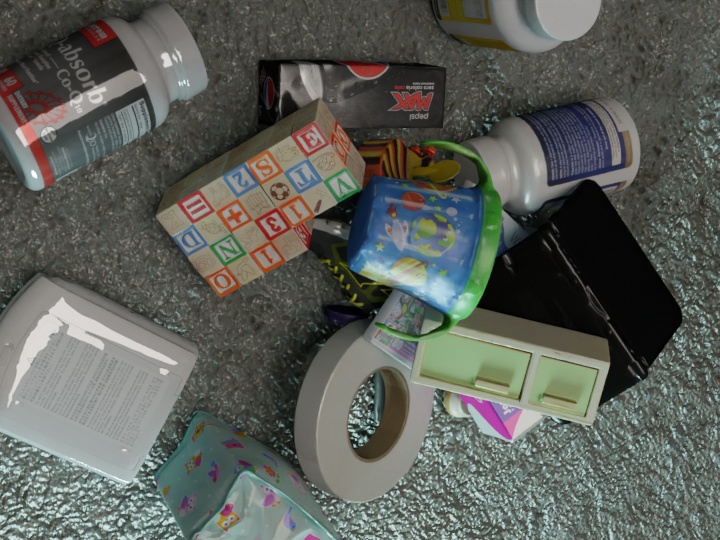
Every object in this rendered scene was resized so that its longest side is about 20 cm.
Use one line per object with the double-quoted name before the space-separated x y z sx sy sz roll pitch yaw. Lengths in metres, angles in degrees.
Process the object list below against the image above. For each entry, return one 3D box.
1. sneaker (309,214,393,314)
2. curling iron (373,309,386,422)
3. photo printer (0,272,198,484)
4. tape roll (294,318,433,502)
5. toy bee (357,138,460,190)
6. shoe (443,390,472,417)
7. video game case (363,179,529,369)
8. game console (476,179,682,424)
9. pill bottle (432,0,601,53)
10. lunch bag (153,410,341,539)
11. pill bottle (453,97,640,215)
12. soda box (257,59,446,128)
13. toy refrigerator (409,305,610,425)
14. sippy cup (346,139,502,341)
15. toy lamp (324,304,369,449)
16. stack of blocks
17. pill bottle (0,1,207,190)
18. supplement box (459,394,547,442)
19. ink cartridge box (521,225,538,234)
"sneaker" 0.000 0.000 1.427 0.198 0.074 0.086 22 91 -15
"curling iron" 0.037 0.079 1.504 0.049 0.026 0.203 5 100 -24
"photo printer" -0.286 0.107 1.328 0.199 0.069 0.168 28 89 -28
"tape roll" 0.007 0.155 1.445 0.202 0.037 0.206 -16 111 -47
"toy bee" 0.045 -0.101 1.436 0.129 0.200 0.110 8 67 6
"shoe" 0.188 0.117 1.572 0.199 0.053 0.071 -30 113 -17
"video game case" 0.100 0.017 1.435 0.201 0.018 0.143 -56 137 -2
"game console" 0.238 0.035 1.452 0.175 0.116 0.201 -34 98 17
"pill bottle" 0.165 -0.290 1.384 0.111 0.200 0.114 -6 105 -24
"lunch bag" -0.104 0.263 1.397 0.199 0.170 0.122 37 91 -30
"pill bottle" 0.210 -0.127 1.494 0.198 0.111 0.112 -14 108 -23
"soda box" -0.008 -0.188 1.400 0.198 0.063 0.072 -3 103 -26
"toy refrigerator" 0.157 0.096 1.379 0.197 0.070 0.077 14 112 2
"sippy cup" 0.058 -0.032 1.308 0.129 0.140 0.180 14 56 -10
"toy lamp" -0.026 0.143 1.471 0.058 0.058 0.203 3 101 -26
"stack of blocks" -0.093 -0.072 1.331 0.199 0.059 0.116 -28 115 19
"pill bottle" -0.255 -0.171 1.254 0.199 0.116 0.117 -31 113 -17
"supplement box" 0.208 0.095 1.504 0.199 0.103 0.102 -36 99 -11
"ink cartridge box" 0.236 0.003 1.580 0.198 0.037 0.096 8 99 -30
